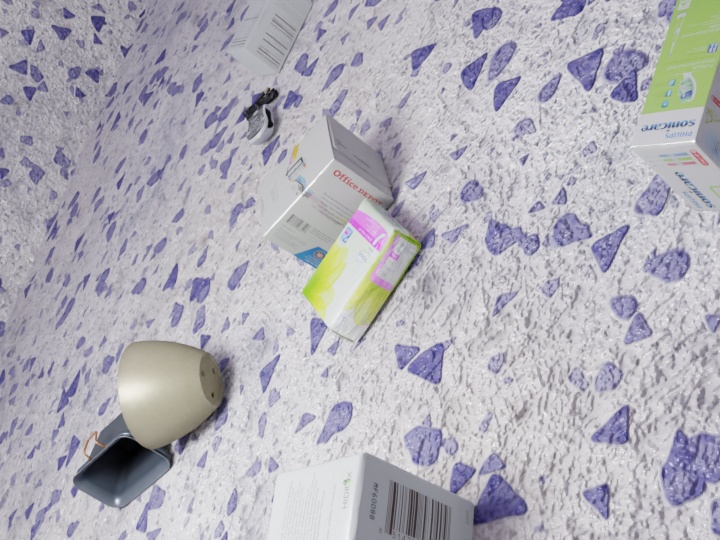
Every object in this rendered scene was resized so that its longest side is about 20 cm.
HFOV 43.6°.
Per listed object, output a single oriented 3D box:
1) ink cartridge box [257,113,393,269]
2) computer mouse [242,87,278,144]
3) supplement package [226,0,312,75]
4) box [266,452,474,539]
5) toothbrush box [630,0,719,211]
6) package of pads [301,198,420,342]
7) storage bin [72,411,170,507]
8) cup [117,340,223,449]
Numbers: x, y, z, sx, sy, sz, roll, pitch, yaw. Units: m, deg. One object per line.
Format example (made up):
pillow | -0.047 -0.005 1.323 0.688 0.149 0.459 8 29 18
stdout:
ink cartridge box | -0.064 -0.136 1.591 0.200 0.146 0.146 -43 36 24
computer mouse | -0.229 -0.343 2.082 0.109 0.044 0.202 -39 32 22
supplement package | -0.223 -0.595 2.207 0.113 0.109 0.203 13 75 56
box | 0.006 0.351 1.061 0.170 0.197 0.204 -23 47 43
toothbrush box | 0.398 -0.189 1.000 0.085 0.145 0.203 4 67 53
package of pads | 0.000 0.000 1.470 0.202 0.068 0.155 -56 31 8
storage bin | -0.469 0.347 1.789 0.199 0.145 0.136 -41 27 26
cup | -0.340 0.218 1.679 0.140 0.202 0.203 -13 49 14
